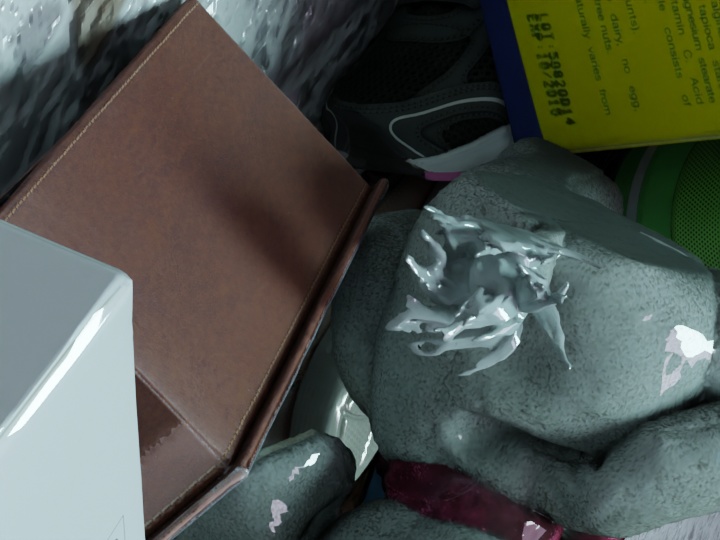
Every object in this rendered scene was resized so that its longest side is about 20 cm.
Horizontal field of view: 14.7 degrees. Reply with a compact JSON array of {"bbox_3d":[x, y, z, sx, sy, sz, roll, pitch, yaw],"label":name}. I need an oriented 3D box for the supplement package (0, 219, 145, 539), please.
[{"bbox_3d":[-0.118,0.081,0.524,0.120,0.121,0.200,-55,158,-36],"label":"supplement package"}]

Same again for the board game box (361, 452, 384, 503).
[{"bbox_3d":[0.050,0.079,1.171,0.151,0.047,0.201,-14,125,-70],"label":"board game box"}]

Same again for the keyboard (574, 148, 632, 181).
[{"bbox_3d":[0.066,-0.021,0.939,0.200,0.040,0.104,-52,157,-35],"label":"keyboard"}]

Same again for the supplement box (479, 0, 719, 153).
[{"bbox_3d":[0.138,-0.105,0.816,0.109,0.200,0.109,-23,104,-41],"label":"supplement box"}]

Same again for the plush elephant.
[{"bbox_3d":[0.043,0.061,0.757,0.200,0.164,0.155,-1,116,-62],"label":"plush elephant"}]

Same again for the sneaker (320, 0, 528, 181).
[{"bbox_3d":[0.046,-0.108,0.916,0.200,0.080,0.087,-49,131,-40],"label":"sneaker"}]

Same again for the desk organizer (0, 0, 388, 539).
[{"bbox_3d":[-0.058,0.004,0.686,0.072,0.077,0.200,-41,-171,20],"label":"desk organizer"}]

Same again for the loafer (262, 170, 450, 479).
[{"bbox_3d":[0.000,0.000,0.906,0.200,0.063,0.072,-52,152,-56],"label":"loafer"}]

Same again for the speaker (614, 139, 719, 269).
[{"bbox_3d":[0.163,-0.013,0.834,0.088,0.200,0.089,0,90,-35],"label":"speaker"}]
